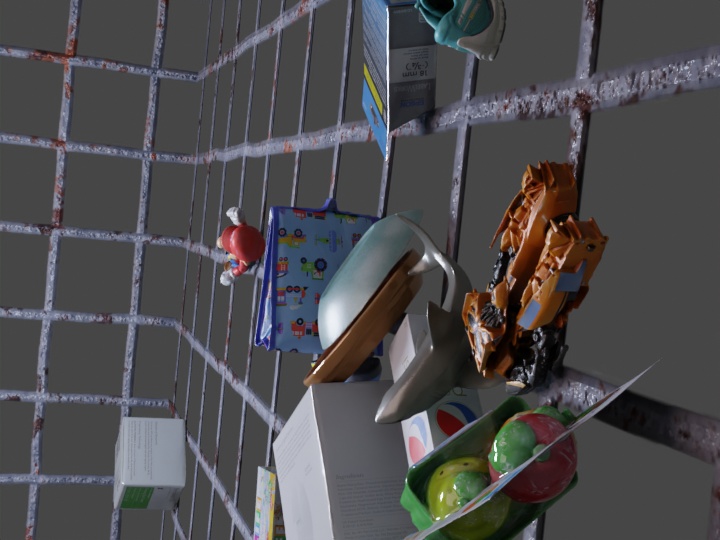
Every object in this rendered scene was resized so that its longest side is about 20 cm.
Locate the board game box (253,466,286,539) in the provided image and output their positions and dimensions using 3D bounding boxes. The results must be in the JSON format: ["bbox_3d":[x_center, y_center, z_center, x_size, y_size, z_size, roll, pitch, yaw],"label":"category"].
[{"bbox_3d":[-0.147,0.435,1.715,0.134,0.034,0.200,165,109,-72],"label":"board game box"}]

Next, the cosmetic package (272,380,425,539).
[{"bbox_3d":[-0.011,0.254,1.174,0.199,0.123,0.200,122,142,-57],"label":"cosmetic package"}]

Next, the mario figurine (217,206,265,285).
[{"bbox_3d":[-0.259,-0.049,2.066,0.124,0.106,0.200,57,165,3],"label":"mario figurine"}]

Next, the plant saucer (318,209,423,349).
[{"bbox_3d":[0.000,0.000,1.204,0.201,0.039,0.201,-53,5,7],"label":"plant saucer"}]

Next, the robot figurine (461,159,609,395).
[{"bbox_3d":[0.142,0.012,0.888,0.145,0.058,0.200,-103,25,-46],"label":"robot figurine"}]

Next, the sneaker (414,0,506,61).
[{"bbox_3d":[0.096,-0.299,1.082,0.200,0.080,0.078,-102,24,-44],"label":"sneaker"}]

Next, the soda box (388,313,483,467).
[{"bbox_3d":[0.080,0.143,1.039,0.068,0.064,0.200,115,153,-47],"label":"soda box"}]

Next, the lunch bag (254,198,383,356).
[{"bbox_3d":[-0.048,0.005,1.329,0.094,0.150,0.200,-177,92,-72],"label":"lunch bag"}]

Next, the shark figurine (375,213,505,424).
[{"bbox_3d":[0.076,0.038,0.996,0.128,0.090,0.215,-8,55,28],"label":"shark figurine"}]

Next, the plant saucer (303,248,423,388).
[{"bbox_3d":[0.010,0.062,1.182,0.200,0.037,0.200,-51,2,2],"label":"plant saucer"}]

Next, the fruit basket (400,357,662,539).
[{"bbox_3d":[0.114,0.140,0.773,0.094,0.185,0.200,50,149,16],"label":"fruit basket"}]

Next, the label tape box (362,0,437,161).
[{"bbox_3d":[0.045,-0.256,1.235,0.144,0.063,0.200,-108,13,-50],"label":"label tape box"}]

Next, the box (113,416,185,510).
[{"bbox_3d":[-0.573,0.526,2.793,0.199,0.171,0.200,120,149,-53],"label":"box"}]

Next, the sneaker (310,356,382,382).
[{"bbox_3d":[-0.015,0.154,1.346,0.200,0.066,0.079,168,94,-72],"label":"sneaker"}]
